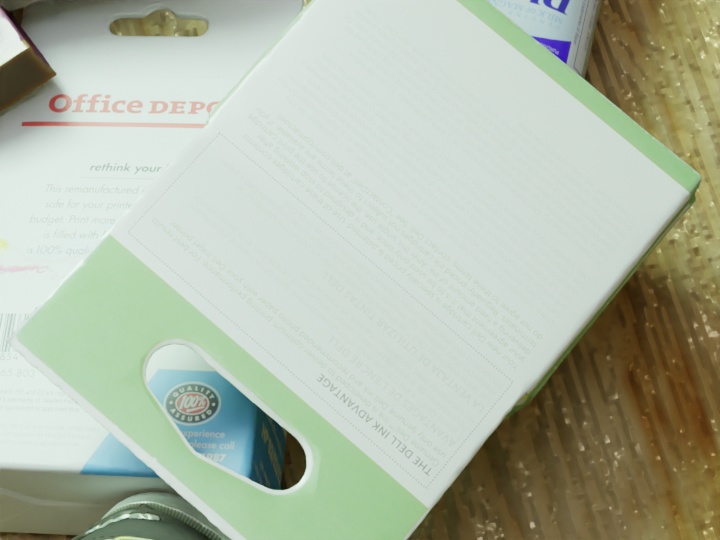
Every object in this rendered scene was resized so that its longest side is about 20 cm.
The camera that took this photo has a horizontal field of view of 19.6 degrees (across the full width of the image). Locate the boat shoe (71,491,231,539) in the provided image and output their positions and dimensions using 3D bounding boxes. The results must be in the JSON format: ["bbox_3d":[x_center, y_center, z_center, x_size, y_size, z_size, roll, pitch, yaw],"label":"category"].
[{"bbox_3d":[-0.013,0.144,0.672,0.201,0.060,0.072,31,103,10],"label":"boat shoe"}]

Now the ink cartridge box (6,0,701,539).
[{"bbox_3d":[0.000,0.000,0.704,0.145,0.048,0.200,40,75,5],"label":"ink cartridge box"}]

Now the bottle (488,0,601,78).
[{"bbox_3d":[0.045,-0.078,0.796,0.083,0.065,0.201,12,65,7],"label":"bottle"}]

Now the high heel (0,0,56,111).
[{"bbox_3d":[-0.094,-0.145,0.771,0.199,0.067,0.096,-32,72,-7],"label":"high heel"}]

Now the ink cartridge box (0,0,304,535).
[{"bbox_3d":[-0.080,-0.006,0.775,0.114,0.068,0.201,2,63,8],"label":"ink cartridge box"}]
